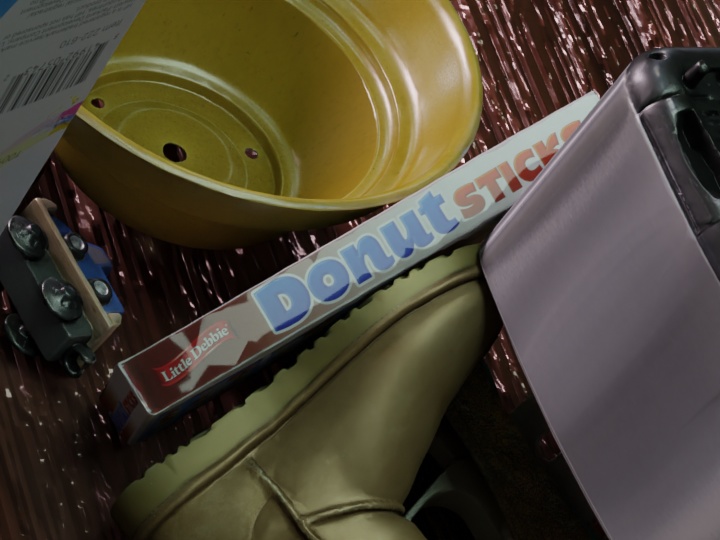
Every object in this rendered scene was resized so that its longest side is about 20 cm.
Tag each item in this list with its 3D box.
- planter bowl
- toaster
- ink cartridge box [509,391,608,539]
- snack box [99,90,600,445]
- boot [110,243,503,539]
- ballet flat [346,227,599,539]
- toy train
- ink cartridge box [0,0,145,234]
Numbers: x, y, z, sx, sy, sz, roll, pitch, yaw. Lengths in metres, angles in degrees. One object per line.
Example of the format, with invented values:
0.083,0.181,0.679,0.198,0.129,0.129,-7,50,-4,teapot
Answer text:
-0.060,-0.069,0.976,0.199,0.084,0.201,16,41,-15,planter bowl
0.155,0.022,0.870,0.199,0.119,0.182,-5,58,-40,toaster
0.144,0.113,0.962,0.067,0.117,0.200,-25,74,-46,ink cartridge box
0.000,0.000,0.916,0.199,0.072,0.024,-30,85,-16,snack box
0.034,0.116,0.885,0.175,0.066,0.200,-38,78,-8,boot
0.031,0.072,0.955,0.070,0.071,0.201,-17,68,-43,ballet flat
-0.141,-0.046,0.946,0.046,0.034,0.201,-3,57,-52,toy train
-0.164,-0.057,0.815,0.085,0.200,0.144,49,42,14,ink cartridge box
